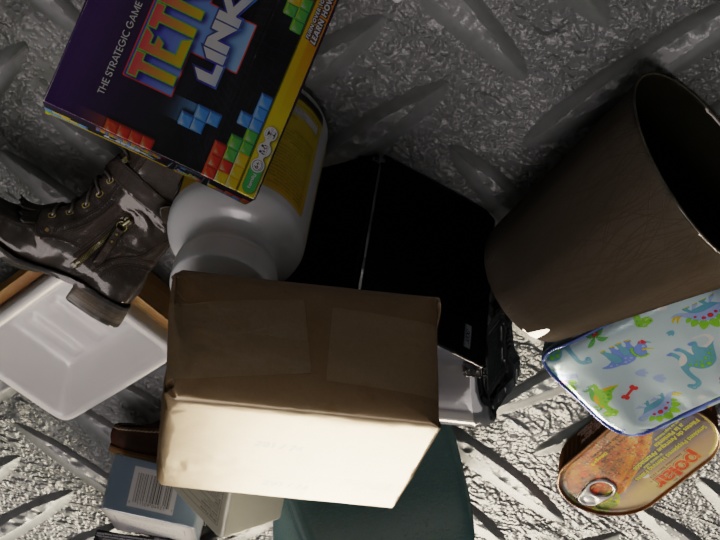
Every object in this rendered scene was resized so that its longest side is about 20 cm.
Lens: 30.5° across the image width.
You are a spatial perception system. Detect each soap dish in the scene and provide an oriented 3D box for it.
[{"bbox_3d":[-0.276,0.049,1.279,0.199,0.082,0.157,-30,123,34],"label":"soap dish"}]

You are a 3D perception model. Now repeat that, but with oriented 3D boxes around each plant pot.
[{"bbox_3d":[0.025,0.301,1.348,0.193,0.202,0.198,-11,137,-12],"label":"plant pot"}]

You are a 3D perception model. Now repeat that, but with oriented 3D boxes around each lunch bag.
[{"bbox_3d":[0.273,0.061,1.186,0.160,0.083,0.199,39,129,-25],"label":"lunch bag"}]

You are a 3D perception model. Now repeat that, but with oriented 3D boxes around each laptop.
[{"bbox_3d":[0.000,0.000,1.109,0.197,0.179,0.104,-13,131,21],"label":"laptop"}]

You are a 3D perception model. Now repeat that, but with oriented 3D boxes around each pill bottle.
[{"bbox_3d":[-0.092,-0.055,1.054,0.110,0.202,0.113,5,136,5],"label":"pill bottle"}]

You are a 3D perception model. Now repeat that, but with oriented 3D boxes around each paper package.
[{"bbox_3d":[-0.051,0.094,0.989,0.196,0.105,0.191,6,151,-9],"label":"paper package"}]

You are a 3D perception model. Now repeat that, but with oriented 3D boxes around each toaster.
[{"bbox_3d":[0.065,0.072,1.165,0.127,0.200,0.116,-1,103,17],"label":"toaster"}]

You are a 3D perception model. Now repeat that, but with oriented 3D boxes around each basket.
[{"bbox_3d":[0.207,-0.031,1.072,0.181,0.136,0.199,51,132,-4],"label":"basket"}]

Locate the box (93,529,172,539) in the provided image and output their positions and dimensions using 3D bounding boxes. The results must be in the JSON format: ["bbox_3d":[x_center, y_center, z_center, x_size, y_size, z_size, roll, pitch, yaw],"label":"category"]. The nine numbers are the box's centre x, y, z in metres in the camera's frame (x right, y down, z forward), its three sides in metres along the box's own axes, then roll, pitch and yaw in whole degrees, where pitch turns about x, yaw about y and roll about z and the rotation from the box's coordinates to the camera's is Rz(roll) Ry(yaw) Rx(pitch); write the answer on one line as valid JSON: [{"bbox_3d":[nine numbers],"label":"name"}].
[{"bbox_3d":[-0.221,0.397,1.544,0.131,0.116,0.200,-1,150,35],"label":"box"}]

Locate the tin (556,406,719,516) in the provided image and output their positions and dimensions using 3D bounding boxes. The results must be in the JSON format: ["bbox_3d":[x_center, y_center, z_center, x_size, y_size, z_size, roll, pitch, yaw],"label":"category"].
[{"bbox_3d":[0.280,0.183,1.339,0.111,0.042,0.200,29,133,-12],"label":"tin"}]

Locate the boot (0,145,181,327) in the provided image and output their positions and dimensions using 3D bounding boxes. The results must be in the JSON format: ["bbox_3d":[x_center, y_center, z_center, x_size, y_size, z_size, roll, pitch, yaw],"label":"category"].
[{"bbox_3d":[-0.225,-0.067,1.135,0.199,0.069,0.175,36,96,-21],"label":"boot"}]

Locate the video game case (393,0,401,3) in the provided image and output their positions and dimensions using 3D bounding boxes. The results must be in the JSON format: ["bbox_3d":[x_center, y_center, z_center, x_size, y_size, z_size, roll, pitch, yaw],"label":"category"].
[{"bbox_3d":[0.016,-0.295,0.926,0.142,0.018,0.200,-27,124,33],"label":"video game case"}]

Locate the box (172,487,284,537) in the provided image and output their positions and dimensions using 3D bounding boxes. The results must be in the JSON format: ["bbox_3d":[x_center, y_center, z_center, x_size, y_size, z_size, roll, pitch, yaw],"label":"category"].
[{"bbox_3d":[-0.114,0.143,1.271,0.077,0.095,0.203,-10,124,-41],"label":"box"}]

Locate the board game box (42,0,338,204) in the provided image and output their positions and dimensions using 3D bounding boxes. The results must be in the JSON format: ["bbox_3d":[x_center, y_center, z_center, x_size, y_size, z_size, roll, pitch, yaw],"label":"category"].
[{"bbox_3d":[-0.113,-0.174,0.947,0.163,0.203,0.057,23,174,-12],"label":"board game box"}]

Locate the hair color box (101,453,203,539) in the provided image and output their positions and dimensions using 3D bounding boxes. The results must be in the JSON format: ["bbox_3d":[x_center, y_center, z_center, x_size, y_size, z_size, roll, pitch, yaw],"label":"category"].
[{"bbox_3d":[-0.218,0.251,1.428,0.097,0.062,0.200,13,162,-2],"label":"hair color box"}]

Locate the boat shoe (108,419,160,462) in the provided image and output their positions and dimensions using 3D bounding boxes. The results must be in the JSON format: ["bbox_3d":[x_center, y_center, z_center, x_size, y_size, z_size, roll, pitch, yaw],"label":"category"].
[{"bbox_3d":[-0.169,0.174,1.400,0.196,0.070,0.072,6,96,8],"label":"boat shoe"}]
